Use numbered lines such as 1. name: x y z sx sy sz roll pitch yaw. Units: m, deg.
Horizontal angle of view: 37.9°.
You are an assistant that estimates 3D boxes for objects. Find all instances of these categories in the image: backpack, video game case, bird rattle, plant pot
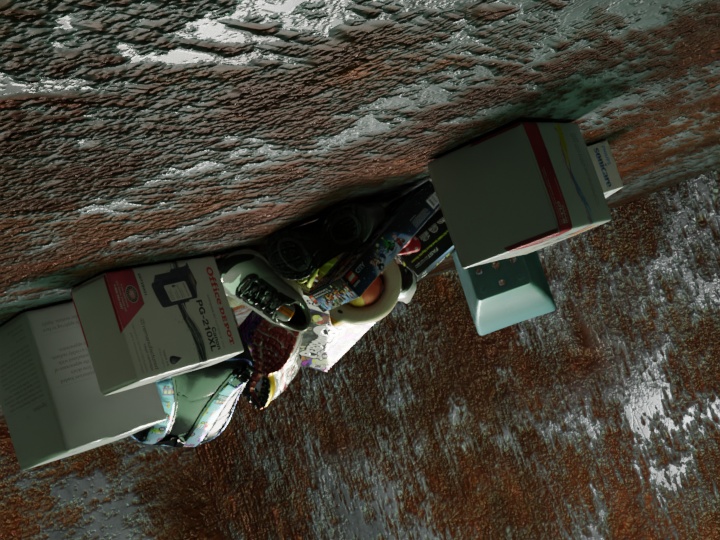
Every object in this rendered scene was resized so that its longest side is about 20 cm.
1. backpack: -0.275 0.174 1.618 0.181 0.135 0.201 7 126 -27
2. video game case: -0.090 0.090 1.733 0.180 0.036 0.200 18 140 -23
3. bird rattle: 0.000 0.000 1.607 0.198 0.165 0.113 -13 177 -10
4. plant pot: 0.228 0.006 1.705 0.140 0.142 0.200 -19 167 8

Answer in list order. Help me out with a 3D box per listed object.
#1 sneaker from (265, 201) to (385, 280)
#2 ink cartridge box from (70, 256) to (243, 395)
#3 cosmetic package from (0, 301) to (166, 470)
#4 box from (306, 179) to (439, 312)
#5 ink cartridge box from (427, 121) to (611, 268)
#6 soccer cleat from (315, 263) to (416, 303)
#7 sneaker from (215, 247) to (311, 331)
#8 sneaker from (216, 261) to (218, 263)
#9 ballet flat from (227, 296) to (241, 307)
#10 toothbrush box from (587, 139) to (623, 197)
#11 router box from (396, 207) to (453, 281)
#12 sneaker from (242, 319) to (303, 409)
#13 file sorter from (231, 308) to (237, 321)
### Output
1. sneaker: -0.046 -0.043 1.470 0.199 0.077 0.091 -19 -176 33
2. ink cartridge box: -0.267 0.069 1.401 0.084 0.146 0.199 -22 174 36
3. cosmetic package: -0.409 0.156 1.495 0.164 0.202 0.164 -13 173 -43
4. box: 0.021 -0.032 1.469 0.200 0.038 0.136 -48 -170 -24
5. ink cartridge box: 0.210 -0.100 1.354 0.145 0.146 0.199 -22 175 33
6. soccer cleat: -0.006 0.011 1.684 0.198 0.070 0.086 16 159 15
7. sneaker: -0.139 0.031 1.535 0.074 0.079 0.200 -49 137 8
8. sneaker: -0.231 0.035 1.563 0.199 0.081 0.074 -19 174 -22
9. ballet flat: -0.175 0.010 1.692 0.062 0.068 0.200 -51 164 28
10. toothbrush box: 0.311 -0.132 1.730 0.198 0.086 0.146 -18 174 -4
11. router box: 0.131 -0.055 1.734 0.150 0.062 0.200 -40 175 1
12. sneaker: -0.135 0.135 1.713 0.082 0.078 0.201 -29 154 -46
13. file sorter: -0.120 0.049 1.862 0.199 0.126 0.139 -21 176 23
